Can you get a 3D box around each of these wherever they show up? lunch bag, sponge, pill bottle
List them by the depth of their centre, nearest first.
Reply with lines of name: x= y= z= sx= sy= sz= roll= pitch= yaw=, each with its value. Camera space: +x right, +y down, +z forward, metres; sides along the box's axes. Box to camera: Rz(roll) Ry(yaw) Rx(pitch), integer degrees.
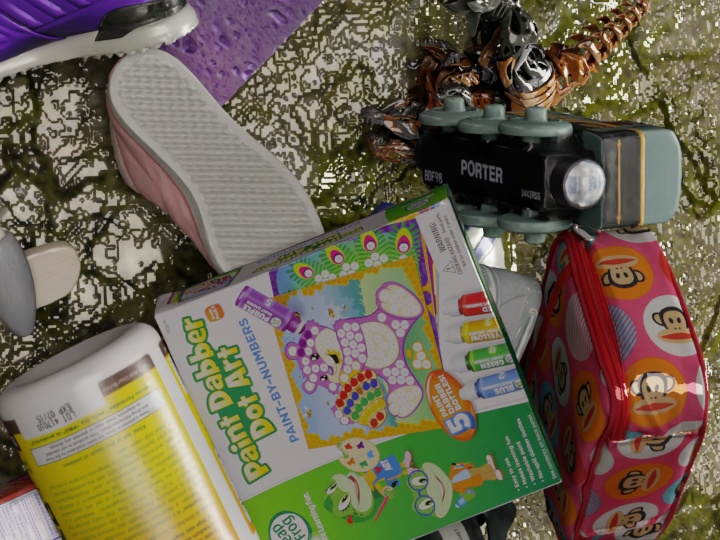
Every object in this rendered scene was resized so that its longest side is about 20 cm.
pill bottle: x=-0.132 y=0.141 z=1.634 sx=0.109 sy=0.109 sz=0.201 roll=-27 pitch=98 yaw=-12
sponge: x=-0.085 y=-0.187 z=1.695 sx=0.111 sy=0.200 sz=0.030 roll=39 pitch=46 yaw=-9
lunch bag: x=0.157 y=0.066 z=1.725 sx=0.081 sy=0.200 sz=0.177 roll=-5 pitch=54 yaw=-12

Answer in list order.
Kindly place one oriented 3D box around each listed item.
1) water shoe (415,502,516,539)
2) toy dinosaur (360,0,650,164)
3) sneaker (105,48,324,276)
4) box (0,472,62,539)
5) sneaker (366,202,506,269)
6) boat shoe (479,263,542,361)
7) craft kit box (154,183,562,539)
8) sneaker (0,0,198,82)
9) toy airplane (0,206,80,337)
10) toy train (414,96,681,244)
water shoe: x=0.099 y=0.244 z=1.776 sx=0.079 sy=0.071 sz=0.201 roll=-24 pitch=103 yaw=-28
toy dinosaur: x=0.091 y=-0.143 z=1.789 sx=0.200 sy=0.102 sz=0.136 roll=-32 pitch=118 yaw=-25
sneaker: x=-0.093 y=-0.051 z=1.723 sx=0.075 sy=0.105 sz=0.201 roll=-38 pitch=91 yaw=-13
box: x=-0.204 y=0.237 z=1.698 sx=0.099 sy=0.095 sz=0.201 roll=-24 pitch=93 yaw=-12
sneaker: x=0.000 y=0.000 z=1.757 sx=0.199 sy=0.075 sz=0.089 roll=-11 pitch=104 yaw=-23
boat shoe: x=0.066 y=0.086 z=1.744 sx=0.071 sy=0.070 sz=0.202 roll=6 pitch=121 yaw=-26
craft kit box: x=-0.001 y=0.074 z=1.666 sx=0.197 sy=0.049 sz=0.201 roll=-21 pitch=105 yaw=8
sneaker: x=-0.207 y=-0.180 z=1.687 sx=0.199 sy=0.070 sz=0.100 roll=-10 pitch=114 yaw=13
toy airplane: x=-0.299 y=0.032 z=1.661 sx=0.198 sy=0.141 sz=0.201 roll=28 pitch=83 yaw=-11
toy train: x=0.113 y=-0.065 z=1.685 sx=0.113 sy=0.200 sz=0.086 roll=-4 pitch=99 yaw=-26
